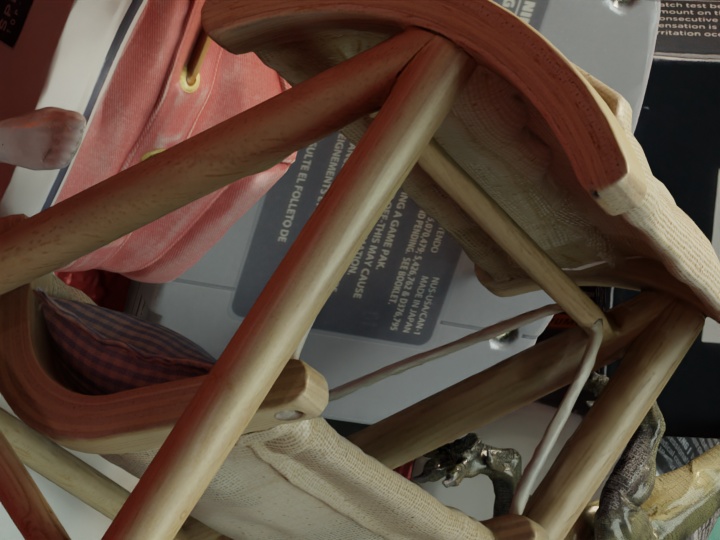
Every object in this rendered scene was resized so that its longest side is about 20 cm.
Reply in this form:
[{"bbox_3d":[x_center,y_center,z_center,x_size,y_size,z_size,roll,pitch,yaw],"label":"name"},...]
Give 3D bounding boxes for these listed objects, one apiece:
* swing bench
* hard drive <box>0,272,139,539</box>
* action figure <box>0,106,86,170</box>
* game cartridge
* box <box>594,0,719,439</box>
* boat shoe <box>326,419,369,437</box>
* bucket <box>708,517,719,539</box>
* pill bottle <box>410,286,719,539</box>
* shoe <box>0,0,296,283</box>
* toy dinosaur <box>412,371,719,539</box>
[{"bbox_3d":[0.002,0.029,0.805,0.200,0.130,0.199,-41,148,4],"label":"swing bench"},{"bbox_3d":[-0.112,0.094,0.903,0.132,0.026,0.200,-53,148,-23],"label":"hard drive"},{"bbox_3d":[-0.150,-0.046,0.664,0.193,0.104,0.201,-6,91,-52],"label":"action figure"},{"bbox_3d":[0.014,-0.045,0.903,0.133,0.042,0.201,8,118,-22],"label":"game cartridge"},{"bbox_3d":[0.136,-0.059,1.037,0.200,0.107,0.149,-84,176,-56],"label":"box"},{"bbox_3d":[0.001,-0.001,0.982,0.074,0.066,0.200,-30,134,-48],"label":"boat shoe"},{"bbox_3d":[0.164,0.133,1.281,0.207,0.134,0.208,-39,141,-41],"label":"bucket"},{"bbox_3d":[0.101,0.039,1.119,0.200,0.106,0.107,-53,151,-50],"label":"pill bottle"},{"bbox_3d":[-0.049,-0.088,0.811,0.091,0.071,0.201,11,110,-48],"label":"shoe"},{"bbox_3d":[0.073,0.080,0.964,0.200,0.047,0.088,-34,115,-8],"label":"toy dinosaur"}]
